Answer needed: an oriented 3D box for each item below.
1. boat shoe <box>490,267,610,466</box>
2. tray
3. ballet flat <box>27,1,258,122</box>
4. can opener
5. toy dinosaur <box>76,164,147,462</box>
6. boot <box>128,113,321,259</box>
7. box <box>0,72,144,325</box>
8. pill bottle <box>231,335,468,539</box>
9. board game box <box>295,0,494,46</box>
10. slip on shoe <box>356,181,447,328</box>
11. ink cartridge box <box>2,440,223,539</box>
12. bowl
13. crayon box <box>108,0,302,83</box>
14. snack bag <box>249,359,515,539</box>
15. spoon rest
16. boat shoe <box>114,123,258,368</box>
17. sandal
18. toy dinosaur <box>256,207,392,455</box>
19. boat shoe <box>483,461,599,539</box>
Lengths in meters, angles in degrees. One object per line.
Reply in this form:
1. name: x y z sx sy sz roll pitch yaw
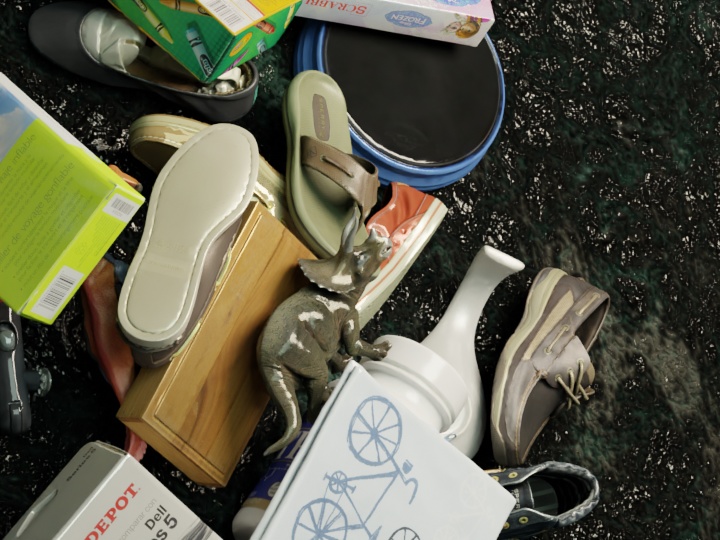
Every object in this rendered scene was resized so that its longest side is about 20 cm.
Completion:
1. boat shoe: 0.164 0.080 1.798 0.073 0.075 0.200 9 55 20
2. tray: -0.101 0.056 1.622 0.099 0.037 0.200 44 61 -34
3. ballet flat: -0.171 -0.180 1.728 0.200 0.073 0.073 20 65 -21
4. can opener: -0.279 0.033 1.601 0.079 0.063 0.200 3 72 -27
5. toy dinosaur: -0.179 0.020 1.599 0.200 0.105 0.182 -88 155 -52
6. boot: -0.120 -0.021 1.699 0.200 0.073 0.156 34 60 -26
7. box: -0.268 -0.065 1.574 0.200 0.048 0.122 40 95 29
8. pill bottle: -0.002 0.155 1.668 0.120 0.120 0.200 40 64 -11
9. board game box: 0.007 -0.299 1.847 0.200 0.041 0.200 6 55 -25
10. slip on shoe: 0.000 0.000 1.765 0.061 0.074 0.200 35 57 4
11. ink cartridge box: -0.162 0.245 1.546 0.200 0.084 0.146 45 74 -20
12. bowl: 0.039 -0.169 1.856 0.200 0.039 0.201 9 69 -26
13. crayon box: -0.158 -0.250 1.715 0.200 0.058 0.119 42 33 6
14. snack bag: 0.019 0.198 1.594 0.200 0.021 0.189 39 67 -28
15. spoon rest: 0.079 0.079 1.792 0.099 0.061 0.200 27 76 -11
16. boat shoe: -0.129 -0.019 1.582 0.072 0.060 0.200 16 61 5
17. sandal: -0.020 -0.084 1.720 0.080 0.057 0.201 16 53 -44
18. toy dinosaur: -0.042 0.057 1.619 0.102 0.077 0.200 50 61 -22
19. boat shoe: 0.097 0.194 1.735 0.200 0.091 0.071 -9 78 -30
